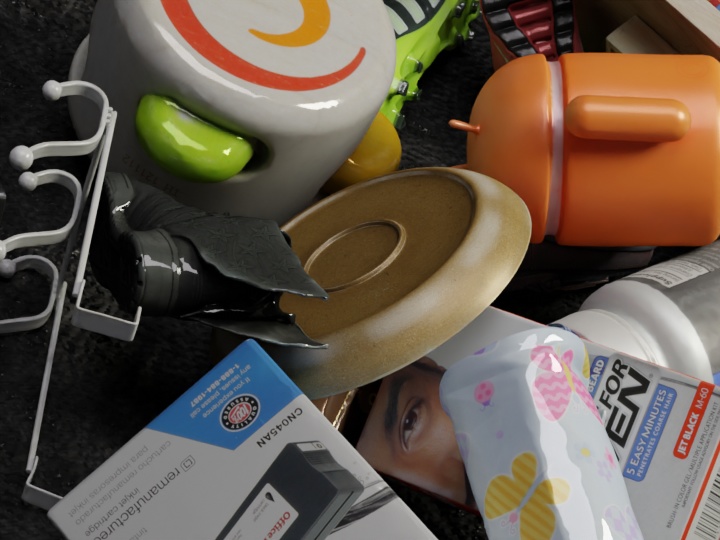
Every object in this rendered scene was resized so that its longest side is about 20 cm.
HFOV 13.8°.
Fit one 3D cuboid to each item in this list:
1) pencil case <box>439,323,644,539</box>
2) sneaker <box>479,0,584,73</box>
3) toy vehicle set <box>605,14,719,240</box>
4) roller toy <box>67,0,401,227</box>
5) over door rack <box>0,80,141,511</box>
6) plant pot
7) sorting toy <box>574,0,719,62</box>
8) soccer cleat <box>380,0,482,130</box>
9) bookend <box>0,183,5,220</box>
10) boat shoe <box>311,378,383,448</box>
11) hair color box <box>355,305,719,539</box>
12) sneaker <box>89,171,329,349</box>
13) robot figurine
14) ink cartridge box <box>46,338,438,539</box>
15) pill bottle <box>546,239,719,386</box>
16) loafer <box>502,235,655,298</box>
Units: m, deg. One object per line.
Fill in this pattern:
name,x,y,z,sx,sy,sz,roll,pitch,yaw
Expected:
pencil case,0.104,0.130,1.523,0.091,0.083,0.201,34,34,-53
sneaker,0.130,-0.104,1.937,0.073,0.087,0.201,-13,68,0
toy vehicle set,0.232,-0.059,1.884,0.026,0.125,0.200,-36,61,-16
roller toy,-0.080,-0.119,1.819,0.199,0.140,0.183,-11,59,-34
over door rack,-0.173,0.010,1.629,0.066,0.148,0.201,6,41,-16
plant pot,0.000,0.000,1.667,0.199,0.028,0.200,-22,29,12
sorting toy,0.223,-0.149,1.919,0.070,0.199,0.200,-39,61,-10
soccer cleat,0.025,-0.163,1.970,0.081,0.068,0.200,20,40,16
bookend,-0.281,-0.015,1.659,0.198,0.092,0.201,-3,45,-24
boat shoe,-0.006,0.065,1.691,0.067,0.072,0.201,25,43,-2
hair color box,0.107,0.092,1.628,0.199,0.111,0.064,19,-6,28
sneaker,-0.087,-0.006,1.651,0.104,0.060,0.200,3,17,-15
robot figurine,0.149,-0.070,1.762,0.199,0.117,0.144,1,24,-1
ink cartridge box,-0.040,0.158,1.516,0.144,0.084,0.200,-41,62,-7
pill bottle,0.194,0.049,1.754,0.199,0.114,0.114,-21,53,-37
loafer,0.088,-0.011,1.833,0.199,0.063,0.072,4,24,-24
